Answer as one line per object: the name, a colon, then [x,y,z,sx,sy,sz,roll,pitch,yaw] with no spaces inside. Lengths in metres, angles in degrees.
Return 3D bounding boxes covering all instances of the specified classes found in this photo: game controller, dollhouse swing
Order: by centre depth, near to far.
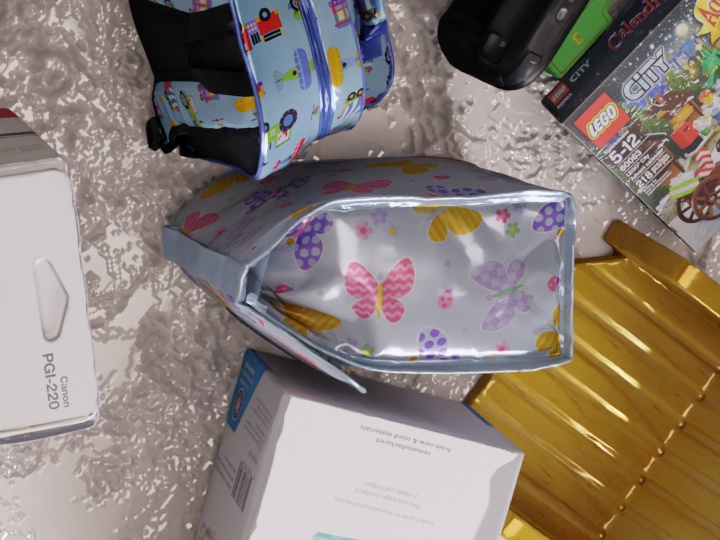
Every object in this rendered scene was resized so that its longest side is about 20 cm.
game controller: [0.117,-0.198,1.599,0.042,0.104,0.200,33,90,-25]
dollhouse swing: [0.184,0.109,1.641,0.182,0.176,0.200,37,89,-20]

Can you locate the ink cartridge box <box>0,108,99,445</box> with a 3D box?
ink cartridge box: [-0.203,0.000,1.485,0.085,0.200,0.146,-10,103,-15]

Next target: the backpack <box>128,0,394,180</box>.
backpack: [-0.054,-0.144,1.505,0.134,0.200,0.183,-17,104,-14]

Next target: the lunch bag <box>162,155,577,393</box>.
lunch bag: [0.000,0.000,1.566,0.200,0.170,0.127,0,98,-20]

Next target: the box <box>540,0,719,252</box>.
box: [0.224,-0.126,1.651,0.200,0.038,0.137,-46,122,6]

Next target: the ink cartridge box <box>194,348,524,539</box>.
ink cartridge box: [-0.015,0.168,1.598,0.146,0.147,0.200,15,96,-13]

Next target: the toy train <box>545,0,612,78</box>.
toy train: [0.164,-0.197,1.649,0.200,0.042,0.056,-47,119,-4]
